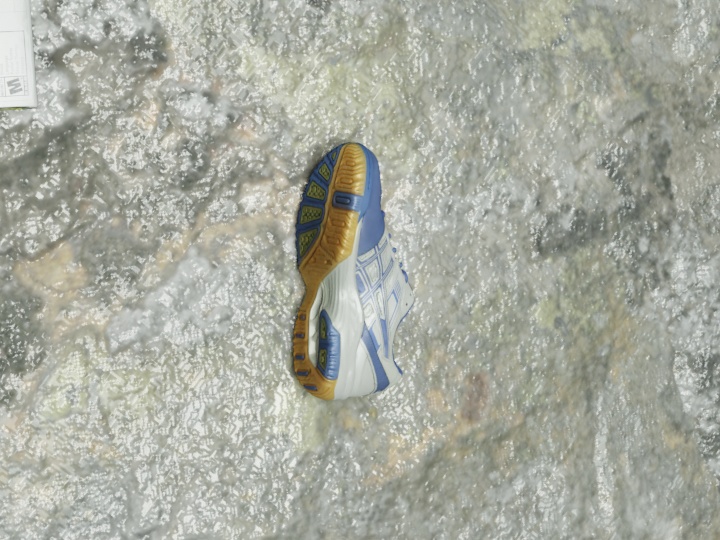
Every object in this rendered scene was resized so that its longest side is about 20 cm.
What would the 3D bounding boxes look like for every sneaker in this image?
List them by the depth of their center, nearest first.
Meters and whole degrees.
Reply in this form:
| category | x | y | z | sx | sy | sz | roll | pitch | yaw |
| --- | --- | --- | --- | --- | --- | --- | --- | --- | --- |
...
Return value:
| category | x | y | z | sx | sy | sz | roll | pitch | yaw |
| --- | --- | --- | --- | --- | --- | --- | --- | --- | --- |
| sneaker | 0.000 | 0.000 | 1.495 | 0.088 | 0.075 | 0.202 | 0 | 102 | -33 |

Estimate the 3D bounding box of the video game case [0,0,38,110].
| category | x | y | z | sx | sy | sz | roll | pitch | yaw |
| --- | --- | --- | --- | --- | --- | --- | --- | --- | --- |
| video game case | -0.327 | -0.210 | 1.358 | 0.180 | 0.036 | 0.202 | -6 | 97 | -21 |
